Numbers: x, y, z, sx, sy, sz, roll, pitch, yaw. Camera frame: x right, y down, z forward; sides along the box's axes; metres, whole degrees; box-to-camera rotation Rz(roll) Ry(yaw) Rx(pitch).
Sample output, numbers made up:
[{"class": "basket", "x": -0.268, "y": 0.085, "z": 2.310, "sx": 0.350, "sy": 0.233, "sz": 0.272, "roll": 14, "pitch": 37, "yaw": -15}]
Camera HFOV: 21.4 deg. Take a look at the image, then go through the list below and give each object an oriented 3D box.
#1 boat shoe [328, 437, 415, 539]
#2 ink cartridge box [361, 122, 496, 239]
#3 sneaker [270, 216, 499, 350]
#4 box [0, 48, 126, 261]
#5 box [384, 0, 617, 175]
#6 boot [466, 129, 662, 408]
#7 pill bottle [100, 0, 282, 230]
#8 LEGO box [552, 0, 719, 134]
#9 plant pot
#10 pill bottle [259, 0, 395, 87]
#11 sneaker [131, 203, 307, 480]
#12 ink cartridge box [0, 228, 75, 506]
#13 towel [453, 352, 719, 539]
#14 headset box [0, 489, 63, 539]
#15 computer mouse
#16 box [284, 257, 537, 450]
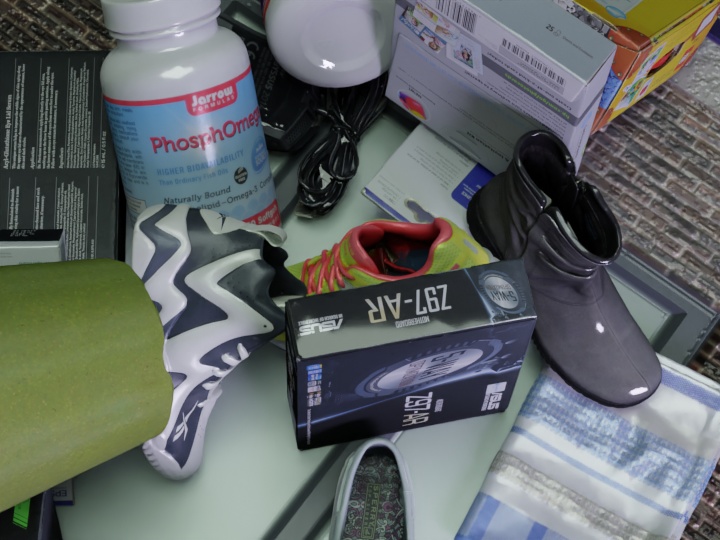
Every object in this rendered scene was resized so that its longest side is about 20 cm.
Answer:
[{"class": "boat shoe", "x": 0.003, "y": 0.212, "z": 1.309, "sx": 0.069, "sy": 0.072, "sz": 0.202, "roll": 3, "pitch": 68, "yaw": 0}, {"class": "ink cartridge box", "x": 0.098, "y": -0.094, "z": 1.445, "sx": 0.099, "sy": 0.039, "sz": 0.200, "roll": 39, "pitch": 71, "yaw": 13}, {"class": "sneaker", "x": 0.000, "y": 0.000, "z": 1.357, "sx": 0.199, "sy": 0.090, "sz": 0.079, "roll": -13, "pitch": 51, "yaw": 23}, {"class": "box", "x": -0.244, "y": -0.058, "z": 1.408, "sx": 0.140, "sy": 0.079, "sz": 0.202, "roll": 1, "pitch": 69, "yaw": -4}, {"class": "box", "x": 0.092, "y": -0.137, "z": 1.326, "sx": 0.156, "sy": 0.200, "sz": 0.041, "roll": 36, "pitch": 70, "yaw": 13}, {"class": "boot", "x": 0.153, "y": 0.005, "z": 1.327, "sx": 0.070, "sy": 0.132, "sz": 0.200, "roll": -40, "pitch": 88, "yaw": -19}, {"class": "pill bottle", "x": -0.124, "y": -0.106, "z": 1.361, "sx": 0.108, "sy": 0.109, "sz": 0.201, "roll": -13, "pitch": 112, "yaw": -7}, {"class": "LEGO box", "x": 0.169, "y": -0.198, "z": 1.421, "sx": 0.149, "sy": 0.077, "sz": 0.200, "roll": 38, "pitch": 34, "yaw": 13}, {"class": "plant pot", "x": -0.227, "y": 0.071, "z": 1.222, "sx": 0.189, "sy": 0.200, "sz": 0.201, "roll": -15, "pitch": 68, "yaw": -27}, {"class": "pill bottle", "x": -0.027, "y": -0.239, "z": 1.450, "sx": 0.111, "sy": 0.113, "sz": 0.201, "roll": -8, "pitch": 45, "yaw": -5}, {"class": "sneaker", "x": -0.087, "y": 0.053, "z": 1.322, "sx": 0.128, "sy": 0.080, "sz": 0.201, "roll": 2, "pitch": 102, "yaw": 8}, {"class": "ink cartridge box", "x": -0.251, "y": 0.070, "z": 1.337, "sx": 0.099, "sy": 0.039, "sz": 0.202, "roll": 0, "pitch": 110, "yaw": -3}, {"class": "towel", "x": 0.174, "y": 0.142, "z": 1.369, "sx": 0.146, "sy": 0.024, "sz": 0.201, "roll": 28, "pitch": 70, "yaw": 10}, {"class": "headset box", "x": -0.290, "y": 0.229, "z": 1.251, "sx": 0.198, "sy": 0.093, "sz": 0.175, "roll": -1, "pitch": 46, "yaw": 0}, {"class": "computer mouse", "x": -0.087, "y": -0.132, "z": 1.461, "sx": 0.199, "sy": 0.053, "sz": 0.139, "roll": 26, "pitch": 67, "yaw": -4}, {"class": "box", "x": 0.030, "y": 0.060, "z": 1.302, "sx": 0.159, "sy": 0.200, "sz": 0.044, "roll": -10, "pitch": 69, "yaw": -6}]
